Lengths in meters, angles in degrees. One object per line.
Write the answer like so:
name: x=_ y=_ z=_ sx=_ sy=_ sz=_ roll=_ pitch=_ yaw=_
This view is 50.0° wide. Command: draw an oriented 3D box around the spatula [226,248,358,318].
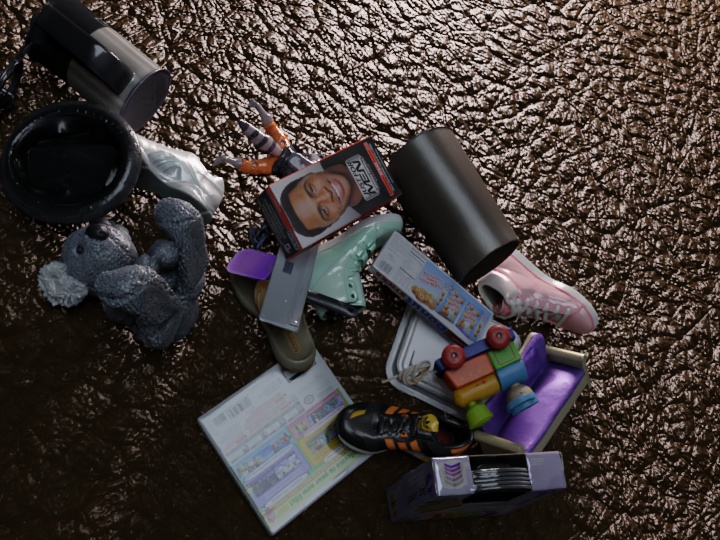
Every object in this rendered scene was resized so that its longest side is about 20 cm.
spatula: x=-0.092 y=0.021 z=1.094 sx=0.197 sy=0.021 sz=0.057 roll=27 pitch=44 yaw=0

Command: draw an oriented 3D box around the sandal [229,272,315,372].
sandal: x=-0.122 y=0.051 z=1.109 sx=0.079 sy=0.054 sz=0.202 roll=-21 pitch=63 yaw=-23

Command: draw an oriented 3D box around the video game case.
video game case: x=-0.095 y=0.226 z=1.067 sx=0.198 sy=0.022 sz=0.183 roll=-32 pitch=79 yaw=-27

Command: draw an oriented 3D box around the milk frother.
milk frother: x=-0.422 y=-0.271 z=1.142 sx=0.187 sy=0.180 sz=0.202 roll=37 pitch=105 yaw=3

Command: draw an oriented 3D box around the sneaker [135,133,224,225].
sneaker: x=-0.292 y=-0.152 z=1.153 sx=0.199 sy=0.070 sz=0.081 roll=38 pitch=48 yaw=-11

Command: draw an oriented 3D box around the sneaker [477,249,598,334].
sneaker: x=0.271 y=0.056 z=1.219 sx=0.199 sy=0.076 sz=0.105 roll=38 pitch=57 yaw=11

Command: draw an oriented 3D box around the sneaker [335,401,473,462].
sneaker: x=0.065 y=0.215 z=1.064 sx=0.196 sy=0.090 sz=0.071 roll=17 pitch=56 yaw=-22

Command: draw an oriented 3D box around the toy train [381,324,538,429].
toy train: x=0.140 y=0.168 z=1.067 sx=0.196 sy=0.085 sz=0.118 roll=-22 pitch=67 yaw=-8

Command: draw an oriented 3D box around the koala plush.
koala plush: x=-0.323 y=0.002 z=1.041 sx=0.196 sy=0.186 sz=0.179 roll=17 pitch=51 yaw=15

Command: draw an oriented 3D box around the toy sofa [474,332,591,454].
toy sofa: x=0.251 y=0.190 z=1.123 sx=0.200 sy=0.082 sz=0.099 roll=-44 pitch=125 yaw=-30

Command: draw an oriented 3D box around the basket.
basket: x=0.143 y=-0.093 z=1.184 sx=0.135 sy=0.180 sz=0.202 roll=-34 pitch=72 yaw=4

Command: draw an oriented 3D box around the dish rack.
dish rack: x=0.150 y=0.127 z=1.171 sx=0.197 sy=0.044 sz=0.174 roll=26 pitch=61 yaw=-5

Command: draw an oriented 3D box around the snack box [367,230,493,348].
snack box: x=0.106 y=0.032 z=1.145 sx=0.199 sy=0.024 sz=0.072 roll=40 pitch=61 yaw=-7

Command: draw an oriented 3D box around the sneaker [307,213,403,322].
sneaker: x=0.000 y=0.000 z=1.163 sx=0.198 sy=0.074 sz=0.119 roll=-28 pitch=70 yaw=-15

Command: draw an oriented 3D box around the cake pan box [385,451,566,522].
cake pan box: x=0.147 y=0.284 z=1.012 sx=0.180 sy=0.201 sz=0.053 roll=0 pitch=63 yaw=-19

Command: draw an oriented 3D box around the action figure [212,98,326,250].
action figure: x=-0.124 y=-0.137 z=1.168 sx=0.191 sy=0.104 sz=0.203 roll=32 pitch=66 yaw=-13

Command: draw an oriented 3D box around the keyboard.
keyboard: x=-0.095 y=-0.001 z=1.091 sx=0.055 sy=0.011 sz=0.203 roll=15 pitch=48 yaw=-5

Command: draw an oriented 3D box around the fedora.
fedora: x=-0.396 y=-0.139 z=1.087 sx=0.195 sy=0.092 sz=0.206 roll=0 pitch=73 yaw=1

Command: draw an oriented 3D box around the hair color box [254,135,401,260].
hair color box: x=-0.044 y=-0.107 z=1.121 sx=0.198 sy=0.061 sz=0.103 roll=-32 pitch=93 yaw=-33
